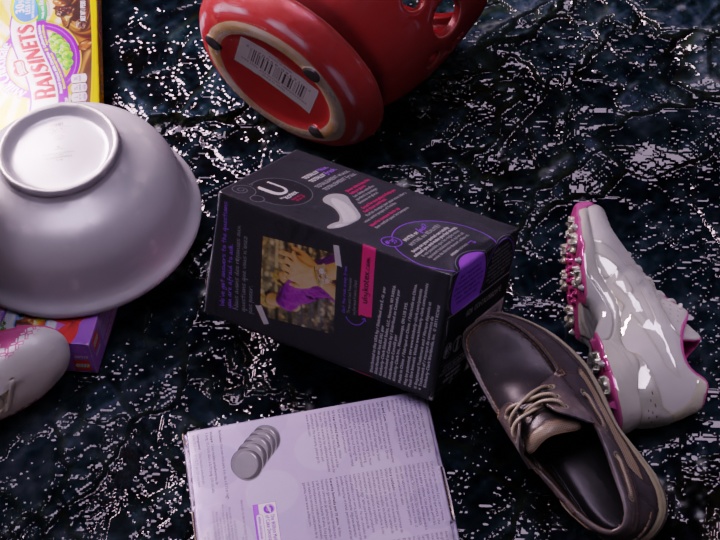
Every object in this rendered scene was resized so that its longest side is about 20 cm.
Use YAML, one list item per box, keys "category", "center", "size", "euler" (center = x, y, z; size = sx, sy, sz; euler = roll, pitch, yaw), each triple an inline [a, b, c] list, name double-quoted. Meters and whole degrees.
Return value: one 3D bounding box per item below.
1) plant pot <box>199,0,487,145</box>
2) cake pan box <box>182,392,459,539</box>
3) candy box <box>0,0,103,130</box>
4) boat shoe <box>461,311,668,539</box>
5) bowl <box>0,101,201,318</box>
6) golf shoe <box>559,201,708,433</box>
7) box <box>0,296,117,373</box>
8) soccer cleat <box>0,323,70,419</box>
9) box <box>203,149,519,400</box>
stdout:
- category: "plant pot"
  center: [-0.021, -0.216, 1.697]
  size: [0.200, 0.201, 0.183]
  euler: [26, 67, 26]
- category: "cake pan box"
  center: [-0.024, 0.188, 1.450]
  size: [0.184, 0.052, 0.200]
  euler: [-12, 50, -1]
- category: "candy box"
  center: [-0.279, -0.190, 1.811]
  size: [0.102, 0.026, 0.200]
  euler: [-10, 50, 3]
- category: "boat shoe"
  center: [0.141, 0.107, 1.441]
  size: [0.074, 0.073, 0.200]
  euler: [-44, 72, 10]
- category: "bowl"
  center: [-0.228, -0.067, 1.609]
  size: [0.200, 0.091, 0.202]
  euler: [-3, 50, 3]
- category: "golf shoe"
  center: [0.203, 0.035, 1.542]
  size: [0.091, 0.075, 0.201]
  euler: [-4, 57, -7]
- category: "box"
  center: [-0.255, -0.011, 1.650]
  size: [0.136, 0.039, 0.200]
  euler: [4, 51, 11]
- category: "soccer cleat"
  center: [-0.306, 0.109, 1.534]
  size: [0.199, 0.070, 0.086]
  euler: [-23, 34, -2]
- category: "box"
  center: [0.000, 0.000, 1.541]
  size: [0.200, 0.106, 0.122]
  euler: [21, 27, 23]
